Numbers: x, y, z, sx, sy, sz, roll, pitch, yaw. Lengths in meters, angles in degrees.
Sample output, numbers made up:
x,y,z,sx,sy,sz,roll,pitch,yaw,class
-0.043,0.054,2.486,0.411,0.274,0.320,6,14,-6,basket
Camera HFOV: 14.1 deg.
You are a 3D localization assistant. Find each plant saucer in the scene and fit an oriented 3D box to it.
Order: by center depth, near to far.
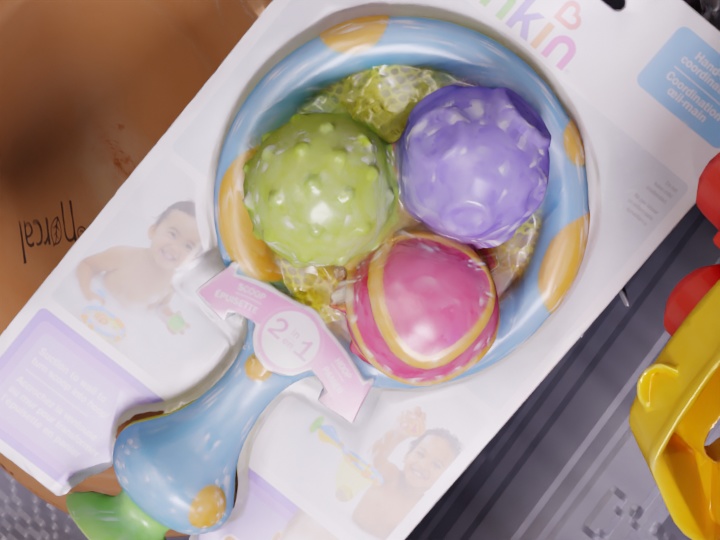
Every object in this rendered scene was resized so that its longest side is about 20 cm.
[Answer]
x,y,z,sx,sy,sz,roll,pitch,yaw,class
-0.066,-0.025,0.798,0.200,0.032,0.201,7,101,38,plant saucer

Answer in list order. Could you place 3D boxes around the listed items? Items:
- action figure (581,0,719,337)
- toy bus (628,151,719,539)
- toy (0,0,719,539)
x,y,z,sx,sy,sz,roll,pitch,yaw,class
0.041,-0.081,0.777,0.130,0.069,0.201,-13,85,13,action figure
0.130,0.044,0.665,0.136,0.200,0.192,-46,64,12,toy bus
0.000,0.000,0.716,0.115,0.047,0.200,38,104,-10,toy
